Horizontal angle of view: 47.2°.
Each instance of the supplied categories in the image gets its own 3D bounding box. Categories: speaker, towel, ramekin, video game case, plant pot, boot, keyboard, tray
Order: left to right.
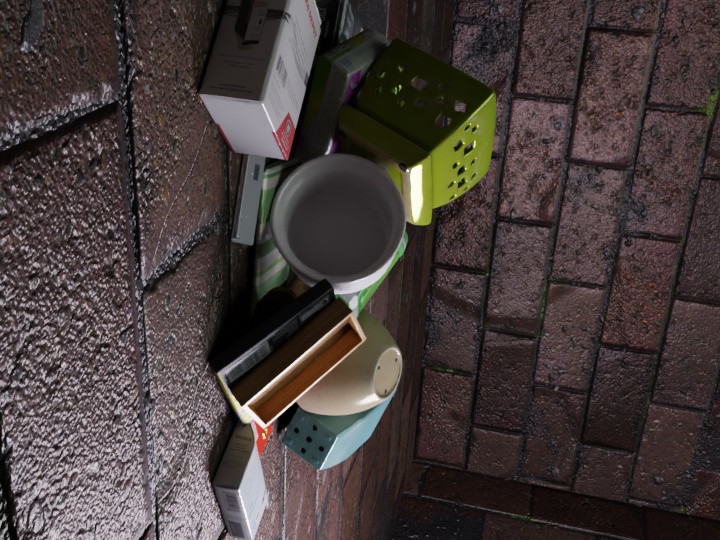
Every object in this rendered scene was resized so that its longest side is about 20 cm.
[{"bbox_3d":[-0.149,-0.137,1.138,0.056,0.010,0.203,11,88,-72],"label":"keyboard"},{"bbox_3d":[-0.134,-0.065,1.257,0.153,0.023,0.203,-48,146,-69],"label":"towel"},{"bbox_3d":[-0.112,0.122,1.189,0.199,0.026,0.182,-36,150,-17],"label":"video game case"},{"bbox_3d":[-0.114,0.053,1.295,0.176,0.065,0.201,-63,179,33],"label":"boot"},{"bbox_3d":[-0.086,0.133,1.175,0.199,0.037,0.099,-41,151,-9],"label":"tray"},{"bbox_3d":[-0.053,0.271,1.544,0.200,0.140,0.143,-35,156,-59],"label":"plant pot"},{"bbox_3d":[-0.032,-0.063,1.233,0.098,0.197,0.203,88,13,-72],"label":"ramekin"},{"bbox_3d":[-0.008,0.157,1.394,0.199,0.133,0.204,-22,117,-53],"label":"plant pot"},{"bbox_3d":[0.000,0.000,1.358,0.201,0.088,0.089,-53,154,-32],"label":"speaker"},{"bbox_3d":[0.079,-0.202,1.288,0.182,0.198,0.201,-47,156,-22],"label":"plant pot"}]

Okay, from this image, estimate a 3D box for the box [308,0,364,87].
[{"bbox_3d":[-0.043,-0.375,1.411,0.200,0.049,0.160,37,63,-76],"label":"box"}]

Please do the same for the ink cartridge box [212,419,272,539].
[{"bbox_3d":[-0.164,0.292,1.288,0.161,0.047,0.201,86,19,-46],"label":"ink cartridge box"}]

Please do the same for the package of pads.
[{"bbox_3d":[-0.024,-0.274,1.329,0.154,0.068,0.201,-44,162,-44],"label":"package of pads"}]

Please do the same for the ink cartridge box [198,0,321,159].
[{"bbox_3d":[-0.119,-0.264,1.027,0.147,0.082,0.203,69,31,-69],"label":"ink cartridge box"}]
